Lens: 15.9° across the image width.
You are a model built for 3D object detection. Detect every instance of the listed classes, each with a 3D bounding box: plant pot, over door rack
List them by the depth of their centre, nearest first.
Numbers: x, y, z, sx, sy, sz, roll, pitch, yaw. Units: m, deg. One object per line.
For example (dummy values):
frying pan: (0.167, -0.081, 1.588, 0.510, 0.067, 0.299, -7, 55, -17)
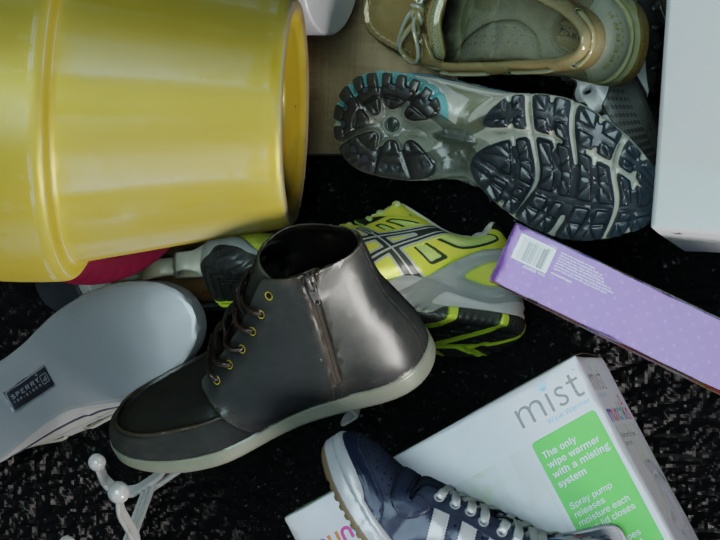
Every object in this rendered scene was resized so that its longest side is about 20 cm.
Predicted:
plant pot: (-0.128, -0.092, 1.447, 0.187, 0.201, 0.202, 1, 86, 6)
over door rack: (-0.104, 0.138, 1.501, 0.199, 0.148, 0.067, -22, 125, 34)

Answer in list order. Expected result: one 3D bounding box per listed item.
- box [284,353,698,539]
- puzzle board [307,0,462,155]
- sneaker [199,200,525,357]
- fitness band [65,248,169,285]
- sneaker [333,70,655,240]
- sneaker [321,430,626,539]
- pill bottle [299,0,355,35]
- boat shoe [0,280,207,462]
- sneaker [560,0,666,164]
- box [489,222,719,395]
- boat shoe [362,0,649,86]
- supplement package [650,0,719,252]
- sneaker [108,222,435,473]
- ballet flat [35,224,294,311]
box: (0.089, 0.171, 1.501, 0.199, 0.097, 0.177, -29, 82, 12)
puzzle board: (-0.008, -0.171, 1.591, 0.150, 0.017, 0.202, 1, 86, 16)
sneaker: (0.000, 0.000, 1.525, 0.199, 0.075, 0.077, 10, 63, -19)
fitness band: (-0.181, -0.067, 1.582, 0.199, 0.037, 0.144, 19, 71, 31)
sneaker: (0.089, -0.077, 1.501, 0.199, 0.086, 0.078, 20, 107, 20)
sneaker: (0.074, 0.147, 1.419, 0.108, 0.070, 0.200, -40, 86, 15)
pill bottle: (-0.105, -0.190, 1.553, 0.199, 0.112, 0.113, 6, 88, 24)
boat shoe: (-0.165, 0.062, 1.571, 0.199, 0.066, 0.072, -34, 81, 26)
sneaker: (0.157, -0.145, 1.519, 0.090, 0.066, 0.201, -22, 79, 14)
box: (0.179, 0.037, 1.464, 0.199, 0.137, 0.039, 26, 92, 15)
boat shoe: (0.071, -0.145, 1.495, 0.200, 0.063, 0.074, 19, 103, 40)
supplement package: (0.252, -0.111, 1.449, 0.151, 0.151, 0.202, 4, 87, 14)
sneaker: (-0.067, 0.039, 1.458, 0.199, 0.107, 0.075, -21, 37, 13)
ballet flat: (-0.114, -0.005, 1.579, 0.198, 0.073, 0.074, -1, 86, 15)
